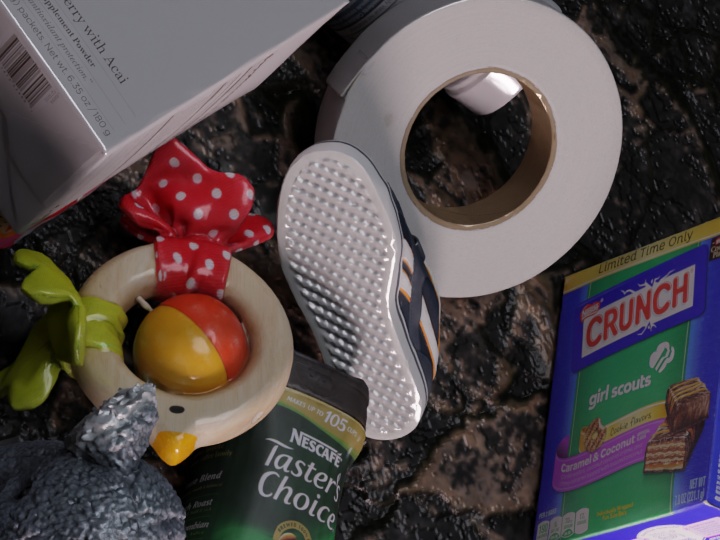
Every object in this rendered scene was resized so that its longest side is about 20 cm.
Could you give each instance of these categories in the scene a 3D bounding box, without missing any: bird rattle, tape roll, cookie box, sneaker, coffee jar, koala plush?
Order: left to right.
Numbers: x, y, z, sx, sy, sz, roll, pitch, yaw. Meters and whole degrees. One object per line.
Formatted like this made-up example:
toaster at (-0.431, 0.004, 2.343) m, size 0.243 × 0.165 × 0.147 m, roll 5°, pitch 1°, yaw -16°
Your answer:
koala plush at (-0.158, 0.145, 1.350) m, size 0.183 × 0.200 × 0.178 m, roll 6°, pitch 70°, yaw -33°
bird rattle at (-0.111, 0.030, 1.466) m, size 0.163 × 0.113 × 0.200 m, roll 45°, pitch 48°, yaw 15°
coffee jar at (-0.059, 0.140, 1.492) m, size 0.104 × 0.085 × 0.201 m, roll 24°, pitch 61°, yaw -26°
sneaker at (0.000, 0.000, 1.560) m, size 0.079 × 0.078 × 0.201 m, roll -67°, pitch 150°, yaw -56°
tape roll at (0.068, -0.082, 1.615) m, size 0.202 × 0.037 × 0.204 m, roll -7°, pitch 114°, yaw -17°
cookie box at (0.199, 0.083, 1.638) m, size 0.075 × 0.171 × 0.201 m, roll 25°, pitch 61°, yaw -29°

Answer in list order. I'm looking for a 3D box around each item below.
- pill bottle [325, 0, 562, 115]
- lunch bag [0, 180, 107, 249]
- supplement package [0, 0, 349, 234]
pill bottle at (0.029, -0.195, 1.648) m, size 0.200 × 0.119 × 0.120 m, roll 36°, pitch 57°, yaw -20°
lunch bag at (-0.194, -0.128, 1.500) m, size 0.176 × 0.082 × 0.200 m, roll 52°, pitch 52°, yaw -3°
supplement package at (-0.130, -0.132, 1.415) m, size 0.200 × 0.120 × 0.121 m, roll -36°, pitch 91°, yaw -38°
